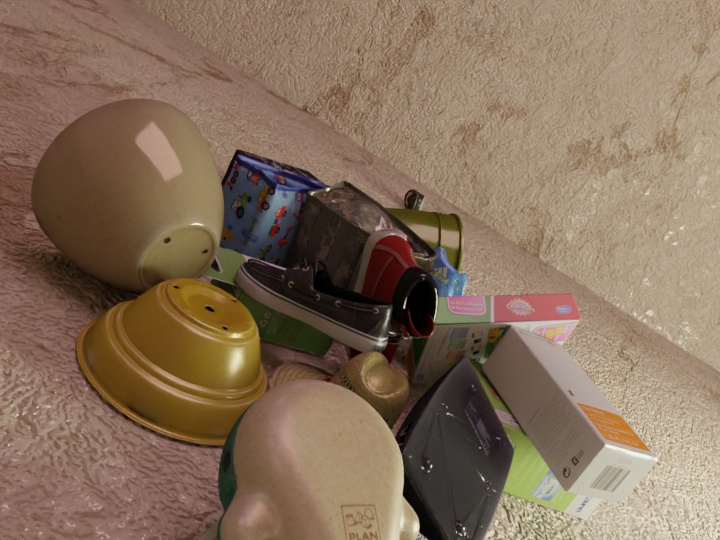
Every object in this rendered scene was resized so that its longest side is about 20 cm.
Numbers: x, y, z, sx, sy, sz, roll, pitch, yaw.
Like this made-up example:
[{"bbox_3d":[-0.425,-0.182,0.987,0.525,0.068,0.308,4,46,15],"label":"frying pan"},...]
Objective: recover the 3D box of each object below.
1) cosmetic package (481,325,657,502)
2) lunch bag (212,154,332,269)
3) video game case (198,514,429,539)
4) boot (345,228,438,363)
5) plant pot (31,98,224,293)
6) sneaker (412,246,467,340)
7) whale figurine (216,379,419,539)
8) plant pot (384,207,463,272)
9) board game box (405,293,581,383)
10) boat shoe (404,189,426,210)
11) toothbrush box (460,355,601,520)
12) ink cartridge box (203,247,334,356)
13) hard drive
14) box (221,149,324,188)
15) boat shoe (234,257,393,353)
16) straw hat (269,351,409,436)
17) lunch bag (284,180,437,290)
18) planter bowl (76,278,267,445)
[{"bbox_3d":[0.237,0.163,0.795,0.100,0.072,0.201,19,24,-31],"label":"cosmetic package"},{"bbox_3d":[-0.114,-0.062,0.988,0.094,0.153,0.198,36,16,30],"label":"lunch bag"},{"bbox_3d":[-0.013,0.231,0.509,0.198,0.036,0.181,34,18,10],"label":"video game case"},{"bbox_3d":[0.036,0.073,0.798,0.071,0.204,0.145,-2,29,-20],"label":"boot"},{"bbox_3d":[-0.221,-0.055,0.715,0.135,0.202,0.199,46,22,28],"label":"plant pot"},{"bbox_3d":[0.119,0.057,0.999,0.076,0.103,0.204,16,55,-78],"label":"sneaker"},{"bbox_3d":[-0.030,0.177,0.446,0.157,0.104,0.203,13,49,-40],"label":"whale figurine"},{"bbox_3d":[0.045,-0.019,1.131,0.189,0.204,0.201,14,19,-11],"label":"plant pot"},{"bbox_3d":[0.170,0.092,0.904,0.195,0.154,0.041,-1,53,-11],"label":"board game box"},{"bbox_3d":[0.166,-0.213,2.114,0.060,0.073,0.201,25,9,-2],"label":"boat shoe"},{"bbox_3d":[0.209,0.213,0.871,0.197,0.087,0.146,23,20,-22],"label":"toothbrush box"},{"bbox_3d":[-0.128,0.033,0.849,0.197,0.060,0.104,20,19,-32],"label":"ink cartridge box"},{"bbox_3d":[0.092,0.185,0.679,0.137,0.042,0.200,62,31,-5],"label":"hard drive"},{"bbox_3d":[-0.123,-0.109,1.207,0.181,0.106,0.198,39,18,32],"label":"box"},{"bbox_3d":[-0.051,0.022,0.754,0.197,0.068,0.070,26,14,24],"label":"boat shoe"},{"bbox_3d":[0.006,0.131,0.698,0.199,0.086,0.202,36,14,-10],"label":"straw hat"},{"bbox_3d":[0.000,0.000,0.962,0.198,0.166,0.117,35,32,20],"label":"lunch bag"},{"bbox_3d":[-0.159,0.066,0.652,0.197,0.085,0.201,28,16,-8],"label":"planter bowl"}]
